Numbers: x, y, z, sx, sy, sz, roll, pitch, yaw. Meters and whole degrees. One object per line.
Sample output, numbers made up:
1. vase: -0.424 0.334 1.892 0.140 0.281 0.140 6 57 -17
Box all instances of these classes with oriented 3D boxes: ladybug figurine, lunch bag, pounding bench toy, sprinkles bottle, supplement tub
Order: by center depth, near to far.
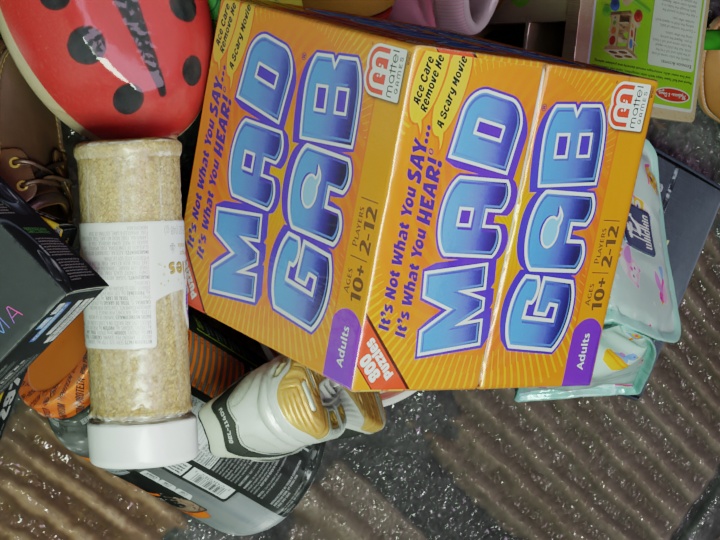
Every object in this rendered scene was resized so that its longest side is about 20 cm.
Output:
1. sprinkles bottle: -0.139 0.019 1.032 0.068 0.068 0.200 -5 93 -33
2. ladybug figurine: -0.157 -0.168 1.053 0.136 0.072 0.200 -30 101 -21
3. supplement tub: -0.129 0.093 1.154 0.200 0.122 0.123 36 82 -35
4. lunch bag: 0.162 -0.008 1.216 0.122 0.200 0.171 -3 70 0
5. pounding bench toy: 0.187 -0.179 1.268 0.200 0.156 0.125 4 94 -35

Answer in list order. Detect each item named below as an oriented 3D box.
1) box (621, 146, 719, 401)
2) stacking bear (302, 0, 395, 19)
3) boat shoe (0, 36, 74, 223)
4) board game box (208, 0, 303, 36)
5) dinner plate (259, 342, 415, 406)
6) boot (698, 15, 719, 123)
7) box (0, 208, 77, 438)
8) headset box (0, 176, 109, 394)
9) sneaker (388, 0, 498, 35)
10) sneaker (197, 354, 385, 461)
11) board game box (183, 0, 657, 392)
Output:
1. box: 0.206 -0.008 1.397 0.158 0.051 0.200 24 89 -37
2. stacking bear: -0.023 -0.203 1.157 0.121 0.114 0.200 -20 118 -28
3. boat shoe: -0.212 -0.051 1.076 0.072 0.067 0.201 -2 92 -45
4. board game box: -0.102 -0.247 1.090 0.048 0.102 0.200 -27 117 -24
5. dinner plate: 0.000 0.000 1.202 0.200 0.024 0.201 -4 98 -34
6. boot: 0.369 -0.120 1.411 0.077 0.155 0.200 -32 119 -23
7. box: -0.282 0.036 1.023 0.159 0.049 0.200 22 94 1
8. headset box: -0.280 -0.001 0.951 0.174 0.093 0.200 -44 87 5
9. sneaker: 0.062 -0.261 1.187 0.075 0.105 0.201 -20 117 -50
10. sneaker: -0.045 0.084 1.101 0.200 0.088 0.076 9 61 -72
11. board game box: 0.030 -0.050 1.055 0.200 0.200 0.200 1 104 -39
